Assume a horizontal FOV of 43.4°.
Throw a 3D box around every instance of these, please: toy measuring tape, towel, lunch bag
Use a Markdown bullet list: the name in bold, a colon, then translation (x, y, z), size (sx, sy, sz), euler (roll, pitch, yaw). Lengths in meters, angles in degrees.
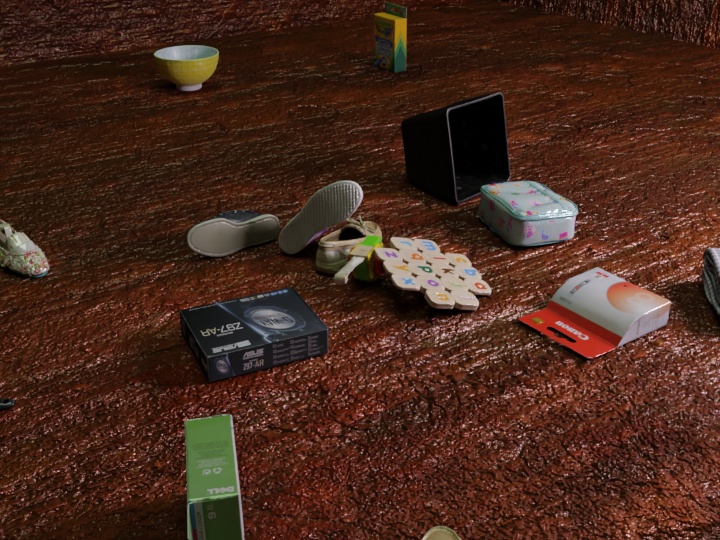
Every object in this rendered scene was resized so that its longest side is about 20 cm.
- **toy measuring tape**: translation (0.000, 0.000, 1.578), size (0.072, 0.075, 0.200), euler (9, 27, 18)
- **towel**: translation (0.670, 0.028, 1.509), size (0.161, 0.087, 0.201), euler (2, 26, 7)
- **lunch bag**: translation (0.335, -0.121, 1.815), size (0.157, 0.079, 0.200), euler (-8, 27, -17)

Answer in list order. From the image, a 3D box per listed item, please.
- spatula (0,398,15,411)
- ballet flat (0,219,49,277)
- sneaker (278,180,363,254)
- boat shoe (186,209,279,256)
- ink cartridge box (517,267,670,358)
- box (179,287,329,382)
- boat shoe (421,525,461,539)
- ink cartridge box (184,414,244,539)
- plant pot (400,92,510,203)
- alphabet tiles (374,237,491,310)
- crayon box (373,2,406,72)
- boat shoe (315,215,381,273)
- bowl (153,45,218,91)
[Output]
- **spatula**: translation (-0.574, 0.195, 1.234), size (0.195, 0.021, 0.057), euler (-6, 33, -14)
- **ballet flat**: translation (-0.645, -0.046, 1.673), size (0.198, 0.065, 0.075), euler (23, 33, 37)
- **sneaker**: translation (-0.065, -0.114, 1.716), size (0.199, 0.073, 0.114), euler (-32, 3, 27)
- **boat shoe**: translation (-0.253, -0.079, 1.732), size (0.196, 0.076, 0.066), euler (-18, 29, -33)
- **ink cartridge box**: translation (0.380, 0.064, 1.477), size (0.197, 0.051, 0.161), euler (-14, 29, -34)
- **box**: translation (-0.167, 0.095, 1.414), size (0.196, 0.044, 0.160), euler (-11, 28, -22)
- **boat shoe**: translation (0.073, 0.327, 0.926), size (0.072, 0.064, 0.201), euler (9, 28, 16)
- **ink cartridge box**: translation (-0.161, 0.263, 1.006), size (0.058, 0.106, 0.201), euler (-5, 27, -10)
- **plant pot**: translation (0.201, -0.279, 2.020), size (0.175, 0.205, 0.198), euler (11, 26, 44)
- **alphabet tiles**: translation (0.125, 0.004, 1.572), size (0.192, 0.015, 0.201), euler (3, 33, -27)
- **crayon box**: translation (0.097, -0.768, 2.976), size (0.051, 0.204, 0.125), euler (-16, 29, -30)
- **boat shoe**: translation (-0.017, -0.057, 1.700), size (0.072, 0.064, 0.200), euler (12, 28, 24)
- **bowl**: translation (-0.528, -0.613, 2.765), size (0.195, 0.110, 0.201), euler (0, 26, 0)
